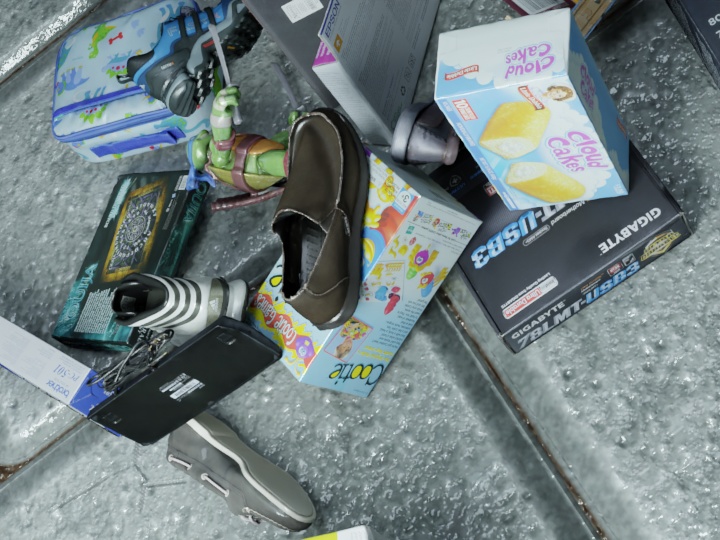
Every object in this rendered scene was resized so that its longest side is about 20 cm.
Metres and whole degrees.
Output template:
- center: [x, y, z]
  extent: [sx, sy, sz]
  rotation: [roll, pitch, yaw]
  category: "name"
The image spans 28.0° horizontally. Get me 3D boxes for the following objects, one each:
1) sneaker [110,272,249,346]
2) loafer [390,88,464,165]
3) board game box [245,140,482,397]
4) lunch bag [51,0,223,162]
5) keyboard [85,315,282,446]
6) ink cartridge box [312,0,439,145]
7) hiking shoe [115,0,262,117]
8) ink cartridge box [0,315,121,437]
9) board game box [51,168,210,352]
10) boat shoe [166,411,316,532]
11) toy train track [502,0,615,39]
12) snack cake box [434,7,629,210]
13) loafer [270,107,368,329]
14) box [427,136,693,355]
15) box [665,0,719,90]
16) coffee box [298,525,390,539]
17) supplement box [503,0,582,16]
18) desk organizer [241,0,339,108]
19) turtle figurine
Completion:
- center: [-0.187, 0.030, 1.384]
  extent: [0.200, 0.114, 0.077]
  rotation: [162, 119, -67]
  category: "sneaker"
- center: [0.087, -0.135, 1.361]
  extent: [0.062, 0.200, 0.073]
  rotation: [18, 114, 16]
  category: "loafer"
- center: [0.000, 0.000, 1.326]
  extent: [0.103, 0.104, 0.201]
  rotation: [42, 105, 38]
  category: "board game box"
- center: [-0.249, -0.210, 1.620]
  extent: [0.198, 0.082, 0.162]
  rotation: [-10, 63, 24]
  category: "lunch bag"
- center: [-0.170, 0.089, 1.323]
  extent: [0.199, 0.104, 0.040]
  rotation: [-34, 40, 30]
  category: "keyboard"
- center: [0.011, -0.259, 1.433]
  extent: [0.043, 0.200, 0.198]
  rotation: [4, 66, 29]
  category: "ink cartridge box"
- center: [-0.168, -0.254, 1.528]
  extent: [0.086, 0.075, 0.200]
  rotation: [29, 55, 12]
  category: "hiking shoe"
- center: [-0.325, 0.099, 1.483]
  extent: [0.199, 0.094, 0.044]
  rotation: [24, 76, 36]
  category: "ink cartridge box"
- center: [-0.242, -0.012, 1.522]
  extent: [0.134, 0.028, 0.202]
  rotation: [1, 64, 43]
  category: "board game box"
- center: [-0.114, 0.198, 1.343]
  extent: [0.199, 0.067, 0.057]
  rotation: [34, 102, 42]
  category: "boat shoe"
- center: [0.200, -0.226, 1.327]
  extent: [0.114, 0.033, 0.201]
  rotation: [39, 76, -1]
  category: "toy train track"
- center: [0.151, -0.131, 1.230]
  extent: [0.114, 0.200, 0.068]
  rotation: [-6, 62, 24]
  category: "snack cake box"
- center: [-0.038, -0.053, 1.256]
  extent: [0.072, 0.071, 0.202]
  rotation: [-17, 68, 35]
  category: "loafer"
- center: [0.171, -0.056, 1.335]
  extent: [0.199, 0.050, 0.199]
  rotation: [-34, 53, 8]
  category: "box"
- center: [0.364, -0.247, 1.299]
  extent: [0.147, 0.104, 0.201]
  rotation: [-28, 54, 11]
  category: "box"
- center: [-0.036, 0.339, 1.133]
  extent: [0.196, 0.200, 0.202]
  rotation: [-16, 58, 20]
  category: "coffee box"
- center: [0.217, -0.350, 1.416]
  extent: [0.201, 0.085, 0.110]
  rotation: [-58, 16, -10]
  category: "supplement box"
- center: [-0.053, -0.260, 1.468]
  extent: [0.071, 0.200, 0.078]
  rotation: [-26, 53, 13]
  category: "desk organizer"
- center: [-0.080, -0.150, 1.453]
  extent: [0.192, 0.144, 0.201]
  rotation: [20, 67, 24]
  category: "turtle figurine"
